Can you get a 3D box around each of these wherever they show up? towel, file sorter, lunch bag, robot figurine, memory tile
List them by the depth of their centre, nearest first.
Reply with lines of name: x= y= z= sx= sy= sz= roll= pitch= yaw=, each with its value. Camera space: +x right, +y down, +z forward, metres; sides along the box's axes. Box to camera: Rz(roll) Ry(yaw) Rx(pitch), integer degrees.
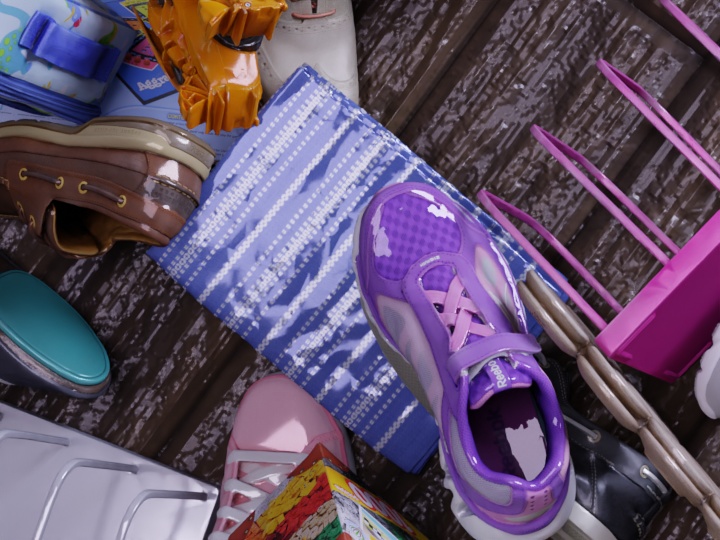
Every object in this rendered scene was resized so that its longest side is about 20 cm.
memory tile: x=0.154 y=0.088 z=1.435 sx=0.017 sy=0.153 sz=0.200 roll=-40 pitch=73 yaw=4
file sorter: x=0.177 y=-0.061 z=1.451 sx=0.200 sy=0.139 sz=0.125 roll=-46 pitch=71 yaw=9
robot figurine: x=-0.101 y=-0.182 z=1.523 sx=0.058 sy=0.145 sz=0.201 roll=-12 pitch=54 yaw=-24
lunch bag: x=-0.221 y=-0.149 z=1.530 sx=0.160 sy=0.200 sz=0.083 roll=28 pitch=94 yaw=17
towel: x=0.000 y=0.000 z=1.534 sx=0.200 sy=0.024 sz=0.145 roll=40 pitch=100 yaw=0
file sorter: x=-0.205 y=0.154 z=1.558 sx=0.199 sy=0.124 sz=0.140 roll=19 pitch=90 yaw=19

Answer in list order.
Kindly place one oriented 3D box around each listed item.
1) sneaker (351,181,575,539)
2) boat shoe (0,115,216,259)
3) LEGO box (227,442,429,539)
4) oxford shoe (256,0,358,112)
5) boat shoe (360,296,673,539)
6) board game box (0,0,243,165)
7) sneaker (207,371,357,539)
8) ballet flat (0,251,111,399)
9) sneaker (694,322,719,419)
sneaker: x=0.059 y=0.043 z=1.418 sx=0.080 sy=0.088 sz=0.201 roll=-22 pitch=81 yaw=-6
boat shoe: x=-0.167 y=-0.043 z=1.556 sx=0.199 sy=0.072 sz=0.068 roll=-1 pitch=67 yaw=45
LEGO box: x=0.030 y=0.202 z=1.422 sx=0.200 sy=0.149 sz=0.077 roll=42 pitch=98 yaw=-18
oxford shoe: x=-0.038 y=-0.160 z=1.550 sx=0.070 sy=0.074 sz=0.201 roll=-11 pitch=81 yaw=-18
boat shoe: x=0.082 y=0.073 z=1.496 sx=0.200 sy=0.072 sz=0.068 roll=43 pitch=77 yaw=5
board game box: x=-0.152 y=-0.122 z=1.621 sx=0.199 sy=0.019 sz=0.104 roll=8 pitch=88 yaw=18
sneaker: x=-0.053 y=0.154 z=1.520 sx=0.075 sy=0.105 sz=0.202 roll=1 pitch=84 yaw=19
ballet flat: x=-0.228 y=0.017 z=1.613 sx=0.200 sy=0.073 sz=0.073 roll=43 pitch=98 yaw=10
sneaker: x=0.261 y=0.017 z=1.447 sx=0.200 sy=0.075 sz=0.082 roll=-42 pitch=73 yaw=9
